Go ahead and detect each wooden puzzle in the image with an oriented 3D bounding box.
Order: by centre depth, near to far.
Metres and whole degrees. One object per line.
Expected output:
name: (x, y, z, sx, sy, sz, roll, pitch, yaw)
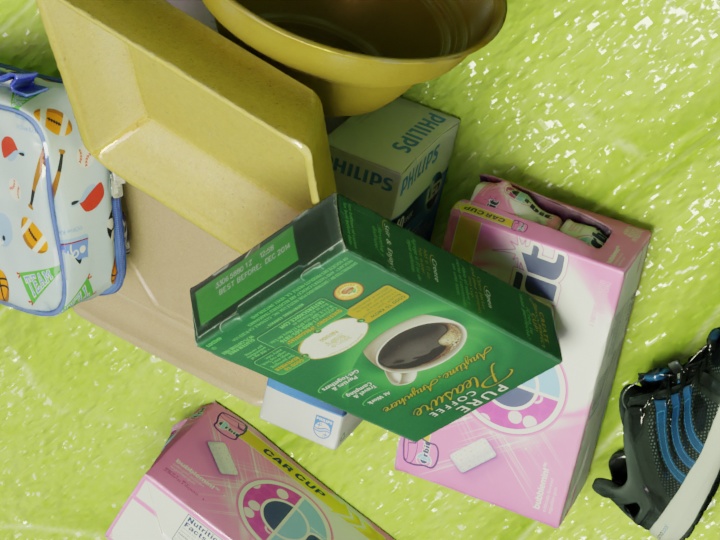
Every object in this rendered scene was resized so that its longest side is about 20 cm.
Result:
wooden puzzle: (-0.114, -0.030, 1.635, 0.185, 0.037, 0.201, 25, 127, 28)

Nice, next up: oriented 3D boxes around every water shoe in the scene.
water shoe: (0.197, 0.087, 1.542, 0.079, 0.072, 0.200, 27, 129, 12)

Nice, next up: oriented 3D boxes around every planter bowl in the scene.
planter bowl: (-0.021, -0.149, 1.474, 0.200, 0.200, 0.084, 28, 126, 10)

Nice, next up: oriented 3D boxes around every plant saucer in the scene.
plant saucer: (-0.086, -0.084, 1.463, 0.200, 0.049, 0.200, 32, 159, 19)

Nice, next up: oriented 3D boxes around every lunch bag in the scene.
lunch bag: (-0.233, -0.062, 1.645, 0.200, 0.075, 0.161, 15, 117, 41)

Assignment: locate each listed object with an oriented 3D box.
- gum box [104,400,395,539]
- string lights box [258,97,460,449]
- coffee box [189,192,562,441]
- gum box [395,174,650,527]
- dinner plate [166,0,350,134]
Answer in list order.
gum box: (-0.066, 0.186, 1.687, 0.200, 0.114, 0.066, 37, 121, 4)
string lights box: (0.000, 0.000, 1.583, 0.059, 0.103, 0.201, 21, 119, 15)
coffee box: (0.011, 0.032, 1.459, 0.123, 0.044, 0.200, -33, 140, 31)
gum box: (0.101, 0.047, 1.571, 0.113, 0.066, 0.201, 19, 119, 14)
dinner plate: (-0.090, -0.125, 1.615, 0.199, 0.024, 0.201, 9, 115, 19)
